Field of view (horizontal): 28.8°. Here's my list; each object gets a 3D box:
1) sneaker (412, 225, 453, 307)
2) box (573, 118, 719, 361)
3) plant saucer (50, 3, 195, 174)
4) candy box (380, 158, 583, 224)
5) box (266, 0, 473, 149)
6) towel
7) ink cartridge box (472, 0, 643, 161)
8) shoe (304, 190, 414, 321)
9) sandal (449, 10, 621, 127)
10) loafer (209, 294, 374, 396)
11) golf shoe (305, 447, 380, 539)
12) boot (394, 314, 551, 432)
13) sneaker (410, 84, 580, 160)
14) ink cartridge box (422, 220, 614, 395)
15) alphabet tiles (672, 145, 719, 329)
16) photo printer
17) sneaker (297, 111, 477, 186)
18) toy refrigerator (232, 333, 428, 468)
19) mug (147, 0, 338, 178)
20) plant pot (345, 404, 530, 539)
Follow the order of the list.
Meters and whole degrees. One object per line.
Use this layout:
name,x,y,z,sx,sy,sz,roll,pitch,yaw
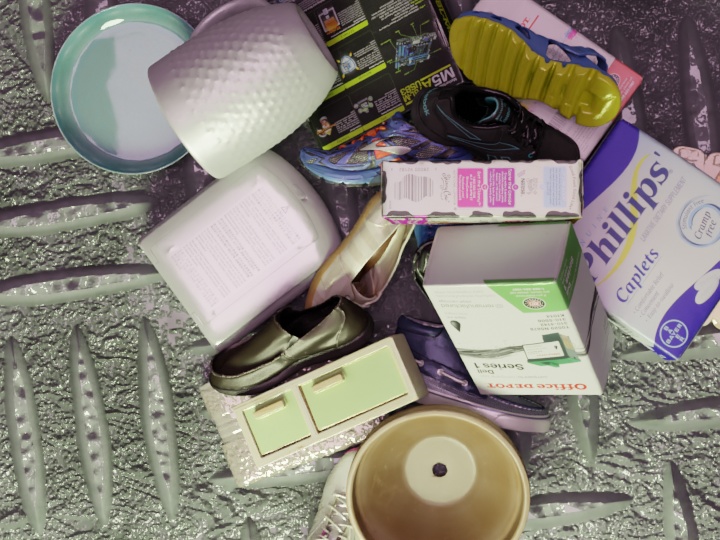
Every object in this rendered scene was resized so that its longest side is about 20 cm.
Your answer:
sneaker,0.093,-0.042,1.561,0.076,0.111,0.201,-8,88,6
box,0.310,-0.031,1.528,0.200,0.105,0.184,35,92,7
plant saucer,-0.264,-0.212,1.645,0.199,0.027,0.201,0,88,5
candy box,0.125,-0.078,1.430,0.199,0.136,0.061,-1,89,6
box,0.007,-0.257,1.575,0.199,0.047,0.194,-26,87,28
towel,-0.074,0.158,1.613,0.199,0.034,0.133,-22,86,5
ink cartridge box,0.201,-0.223,1.577,0.200,0.067,0.117,36,93,4
shoe,0.000,0.000,1.563,0.053,0.070,0.200,51,122,37
sandal,0.189,-0.222,1.503,0.199,0.087,0.080,27,126,3
loafer,-0.086,0.073,1.556,0.199,0.073,0.071,-24,125,10
golf shoe,-0.024,0.299,1.575,0.075,0.092,0.201,17,91,8
boot,0.125,0.116,1.573,0.199,0.073,0.091,15,96,7
sneaker,0.152,-0.145,1.481,0.199,0.079,0.076,16,75,-20
ink cartridge box,0.169,0.044,1.455,0.145,0.200,0.085,-2,50,26
alphabet tiles,0.392,-0.035,1.578,0.199,0.015,0.197,10,89,6
photo printer,-0.130,-0.030,1.605,0.200,0.069,0.167,-38,85,3
sneaker,0.030,-0.135,1.541,0.199,0.075,0.079,-3,97,4
toy refrigerator,-0.033,0.144,1.546,0.199,0.070,0.076,-24,85,13
mug,-0.128,-0.227,1.553,0.175,0.148,0.200,-31,50,9
plant pot,0.086,0.235,1.554,0.200,0.093,0.202,1,104,4
